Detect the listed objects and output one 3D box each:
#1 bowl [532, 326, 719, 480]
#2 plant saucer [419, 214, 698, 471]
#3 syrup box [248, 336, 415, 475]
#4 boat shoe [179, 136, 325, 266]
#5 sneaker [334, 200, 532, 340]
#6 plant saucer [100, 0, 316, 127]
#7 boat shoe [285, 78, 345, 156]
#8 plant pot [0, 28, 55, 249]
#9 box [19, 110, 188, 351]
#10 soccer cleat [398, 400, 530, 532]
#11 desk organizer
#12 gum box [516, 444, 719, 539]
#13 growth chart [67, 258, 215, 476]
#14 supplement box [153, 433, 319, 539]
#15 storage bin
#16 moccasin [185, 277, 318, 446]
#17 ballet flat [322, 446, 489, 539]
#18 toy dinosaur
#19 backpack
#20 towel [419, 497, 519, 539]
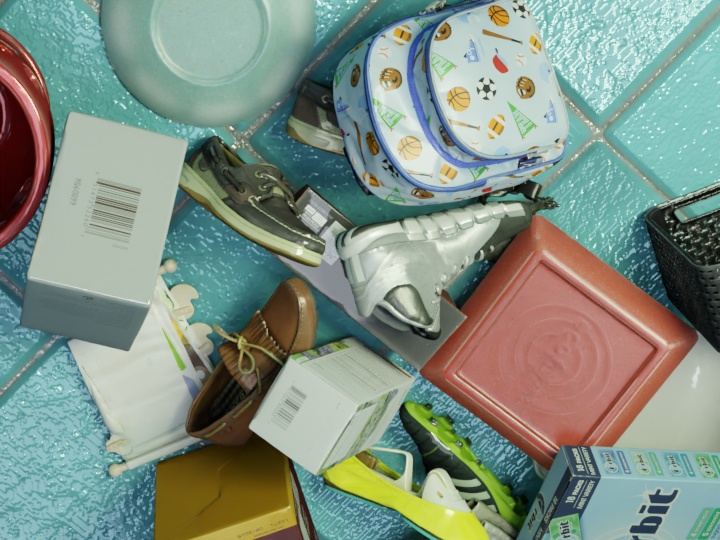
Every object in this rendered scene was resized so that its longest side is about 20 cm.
[{"bbox_3d":[0.279,0.136,1.597,0.199,0.075,0.201,17,104,-11],"label":"bowl"},{"bbox_3d":[0.187,0.083,1.519,0.200,0.037,0.200,36,104,0],"label":"plant saucer"},{"bbox_3d":[-0.022,0.123,1.488,0.081,0.200,0.079,34,102,12],"label":"syrup box"},{"bbox_3d":[-0.097,-0.067,1.427,0.073,0.200,0.065,25,96,-50],"label":"boat shoe"},{"bbox_3d":[0.076,0.004,1.466,0.199,0.075,0.116,-11,89,-21],"label":"sneaker"},{"bbox_3d":[-0.138,-0.226,1.452,0.200,0.039,0.202,-2,107,-7],"label":"plant saucer"},{"bbox_3d":[0.032,-0.132,1.483,0.199,0.073,0.065,10,110,-11],"label":"boat shoe"},{"bbox_3d":[-0.363,-0.121,1.382,0.199,0.183,0.202,-2,107,-5],"label":"plant pot"},{"bbox_3d":[-0.230,-0.029,1.395,0.106,0.200,0.153,14,73,-11],"label":"box"},{"bbox_3d":[0.095,0.215,1.606,0.081,0.068,0.200,-39,110,10],"label":"soccer cleat"},{"bbox_3d":[0.000,0.000,1.519,0.200,0.077,0.072,39,99,-16],"label":"desk organizer"},{"bbox_3d":[0.265,0.247,1.556,0.199,0.045,0.170,4,130,-18],"label":"gum box"},{"bbox_3d":[-0.209,0.097,1.557,0.144,0.018,0.201,-17,109,-2],"label":"growth chart"},{"bbox_3d":[-0.106,0.292,1.536,0.132,0.197,0.201,-18,108,-1],"label":"supplement box"},{"bbox_3d":[0.364,-0.011,1.492,0.135,0.200,0.094,-20,109,0],"label":"storage bin"},{"bbox_3d":[-0.106,0.087,1.503,0.077,0.074,0.202,5,136,-40],"label":"moccasin"},{"bbox_3d":[0.050,0.218,1.561,0.199,0.067,0.067,23,94,27],"label":"ballet flat"},{"bbox_3d":[0.144,-0.037,1.543,0.199,0.048,0.089,11,113,-7],"label":"toy dinosaur"},{"bbox_3d":[0.077,-0.146,1.395,0.190,0.154,0.201,-20,85,-22],"label":"backpack"},{"bbox_3d":[0.112,0.345,1.635,0.192,0.035,0.200,-40,116,19],"label":"towel"}]
